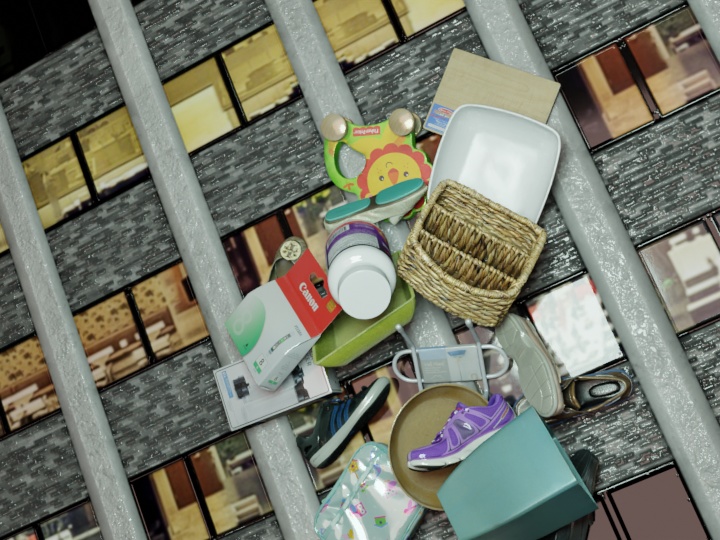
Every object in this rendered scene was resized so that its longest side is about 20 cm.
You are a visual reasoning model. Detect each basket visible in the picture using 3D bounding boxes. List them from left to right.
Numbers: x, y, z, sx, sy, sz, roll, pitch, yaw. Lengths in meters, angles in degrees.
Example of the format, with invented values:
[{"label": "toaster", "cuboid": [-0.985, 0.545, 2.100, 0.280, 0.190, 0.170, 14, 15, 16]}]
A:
[{"label": "basket", "cuboid": [0.171, -0.025, 1.660, 0.199, 0.143, 0.149, 30, 126, 5]}]

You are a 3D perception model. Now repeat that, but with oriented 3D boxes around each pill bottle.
[{"label": "pill bottle", "cuboid": [0.000, 0.000, 1.687, 0.110, 0.200, 0.112, -1, 112, -4]}]

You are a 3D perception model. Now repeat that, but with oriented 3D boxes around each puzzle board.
[{"label": "puzzle board", "cuboid": [0.225, -0.281, 1.794, 0.199, 0.017, 0.152, 22, 90, 16]}]

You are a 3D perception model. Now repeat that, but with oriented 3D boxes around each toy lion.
[{"label": "toy lion", "cuboid": [0.034, -0.180, 1.824, 0.198, 0.069, 0.193, -1, 90, 17]}]

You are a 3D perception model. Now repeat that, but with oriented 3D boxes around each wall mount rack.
[{"label": "wall mount rack", "cuboid": [0.138, 0.144, 1.707, 0.198, 0.075, 0.175, -6, 115, 16]}]

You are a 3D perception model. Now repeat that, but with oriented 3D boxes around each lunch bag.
[{"label": "lunch bag", "cuboid": [0.020, 0.395, 1.737, 0.160, 0.077, 0.201, 33, 91, 17]}]

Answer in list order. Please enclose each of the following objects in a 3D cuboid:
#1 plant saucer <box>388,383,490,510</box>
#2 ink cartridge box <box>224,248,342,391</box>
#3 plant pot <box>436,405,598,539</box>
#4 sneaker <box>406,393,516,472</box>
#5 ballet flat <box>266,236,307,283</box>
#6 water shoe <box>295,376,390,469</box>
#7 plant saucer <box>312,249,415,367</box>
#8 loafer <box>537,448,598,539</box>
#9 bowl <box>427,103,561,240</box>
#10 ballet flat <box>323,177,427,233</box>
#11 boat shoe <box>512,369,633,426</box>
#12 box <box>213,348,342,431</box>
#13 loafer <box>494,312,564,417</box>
[{"label": "plant saucer", "cuboid": [0.134, 0.282, 1.679, 0.199, 0.035, 0.202, 1, 88, -16]}, {"label": "ink cartridge box", "cuboid": [-0.131, 0.076, 1.760, 0.200, 0.050, 0.161, -51, 47, 17]}, {"label": "plant pot", "cuboid": [0.229, 0.335, 1.591, 0.199, 0.141, 0.142, -33, 53, 7]}, {"label": "sneaker", "cuboid": [0.152, 0.255, 1.639, 0.199, 0.081, 0.084, -23, 80, -24]}, {"label": "ballet flat", "cuboid": [-0.145, 0.035, 1.851, 0.067, 0.046, 0.201, 21, 90, 19]}, {"label": "water shoe", "cuboid": [-0.033, 0.245, 1.778, 0.079, 0.071, 0.200, 42, 95, 19]}, {"label": "plant saucer", "cuboid": [0.009, 0.074, 1.750, 0.199, 0.200, 0.048, -34, 113, 10]}, {"label": "loafer", "cuboid": [0.338, 0.385, 1.660, 0.072, 0.073, 0.201, 26, 83, -21]}, {"label": "bowl", "cuboid": [0.225, -0.165, 1.740, 0.198, 0.075, 0.201, 20, 99, 15]}, {"label": "ballet flat", "cuboid": [0.033, -0.101, 1.785, 0.199, 0.068, 0.063, -18, 120, 22]}, {"label": "boat shoe", "cuboid": [0.336, 0.200, 1.671, 0.199, 0.072, 0.073, -21, 78, 13]}, {"label": "box", "cuboid": [-0.145, 0.193, 1.823, 0.199, 0.060, 0.117, -21, 77, 13]}, {"label": "loafer", "cuboid": [0.283, 0.146, 1.663, 0.072, 0.062, 0.201, -60, 40, 35]}]
